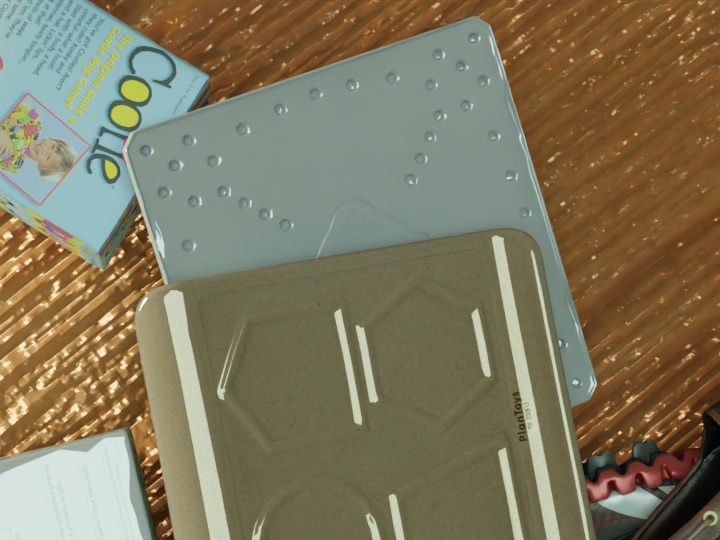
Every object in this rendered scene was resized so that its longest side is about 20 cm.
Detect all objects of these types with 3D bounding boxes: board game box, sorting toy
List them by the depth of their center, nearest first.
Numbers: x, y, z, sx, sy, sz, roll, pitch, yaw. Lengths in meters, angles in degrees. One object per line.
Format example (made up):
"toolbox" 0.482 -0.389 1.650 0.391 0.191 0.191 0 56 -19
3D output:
"sorting toy" 0.003 0.084 1.309 0.200 0.036 0.185 -10 87 -19
"board game box" 0.000 0.000 1.345 0.200 0.026 0.200 -20 99 -22
"board game box" -0.185 -0.098 1.367 0.200 0.103 0.105 32 83 0

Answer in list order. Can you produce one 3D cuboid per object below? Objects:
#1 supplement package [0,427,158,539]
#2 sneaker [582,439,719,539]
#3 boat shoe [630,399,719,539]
"supplement package" -0.196 0.152 1.343 0.200 0.114 0.110 -14 88 -5
"sneaker" 0.161 0.130 1.385 0.200 0.071 0.098 -12 84 -5
"boat shoe" 0.192 0.089 1.322 0.070 0.070 0.200 36 81 -5
